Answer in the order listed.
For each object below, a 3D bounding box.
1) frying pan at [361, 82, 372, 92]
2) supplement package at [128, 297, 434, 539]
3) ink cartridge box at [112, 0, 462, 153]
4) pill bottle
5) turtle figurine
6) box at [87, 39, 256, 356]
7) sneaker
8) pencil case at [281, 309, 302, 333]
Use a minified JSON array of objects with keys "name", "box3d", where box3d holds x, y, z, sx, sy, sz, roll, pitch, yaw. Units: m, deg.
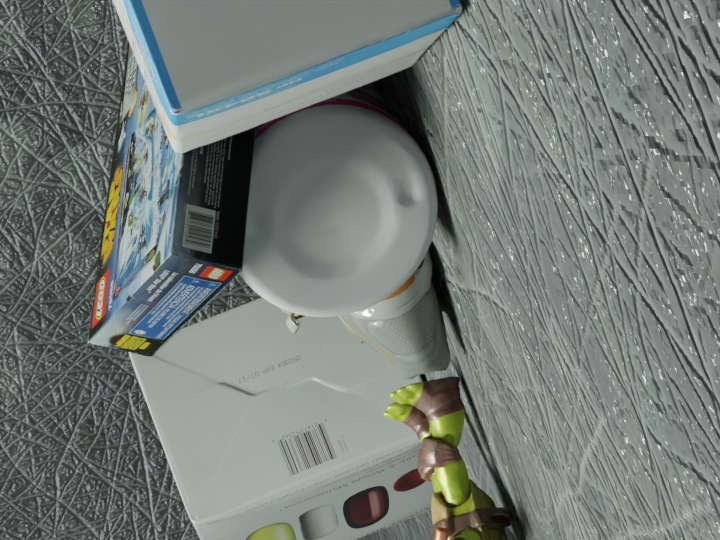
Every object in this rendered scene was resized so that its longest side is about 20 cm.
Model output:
[{"name":"frying pan","box3d":[-0.029,-0.184,1.002,0.190,0.031,0.115,-122,12,-49]},{"name":"supplement package","box3d":[-0.050,0.120,1.505,0.200,0.190,0.148,81,168,-68]},{"name":"ink cartridge box","box3d":[-0.047,-0.134,0.867,0.200,0.124,0.129,156,93,-84]},{"name":"pill bottle","box3d":[-0.036,-0.065,1.091,0.200,0.113,0.114,-122,12,-63]},{"name":"turtle figurine","box3d":[0.059,0.149,1.210,0.200,0.064,0.162,56,-161,-76]},{"name":"box","box3d":[-0.090,-0.072,1.017,0.137,0.040,0.201,142,137,-59]},{"name":"sneaker","box3d":[0.000,0.000,1.212,0.200,0.075,0.092,-118,4,-59]},{"name":"pencil case","box3d":[-0.048,-0.064,1.347,0.078,0.089,0.201,-174,63,-87]}]
